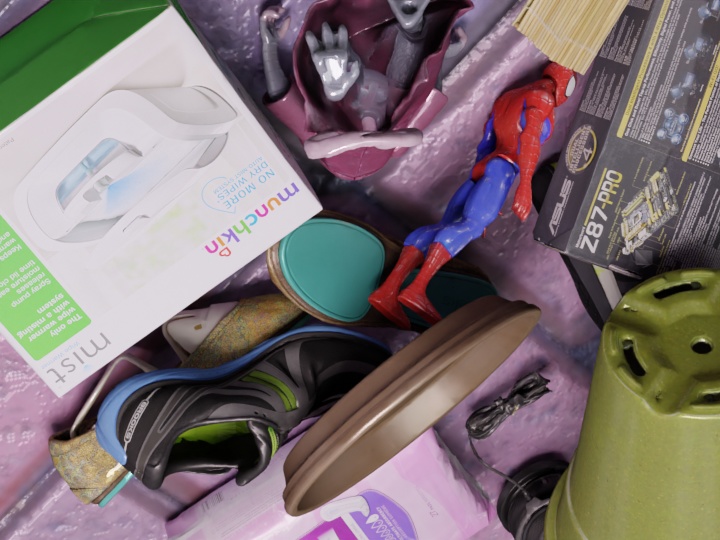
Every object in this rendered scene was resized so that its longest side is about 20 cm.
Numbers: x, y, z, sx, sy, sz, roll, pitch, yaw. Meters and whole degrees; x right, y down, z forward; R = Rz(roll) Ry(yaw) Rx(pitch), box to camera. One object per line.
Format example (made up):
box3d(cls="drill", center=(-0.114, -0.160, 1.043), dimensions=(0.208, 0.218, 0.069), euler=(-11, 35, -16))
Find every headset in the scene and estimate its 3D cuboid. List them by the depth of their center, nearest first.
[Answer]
box3d(cls="headset", center=(0.144, 0.167, 1.789), dimensions=(0.094, 0.124, 0.200), euler=(-38, 108, 5))

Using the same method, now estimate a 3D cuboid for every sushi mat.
box3d(cls="sushi mat", center=(0.164, -0.214, 1.552), dimensions=(0.201, 0.012, 0.096), euler=(-57, 150, 3))

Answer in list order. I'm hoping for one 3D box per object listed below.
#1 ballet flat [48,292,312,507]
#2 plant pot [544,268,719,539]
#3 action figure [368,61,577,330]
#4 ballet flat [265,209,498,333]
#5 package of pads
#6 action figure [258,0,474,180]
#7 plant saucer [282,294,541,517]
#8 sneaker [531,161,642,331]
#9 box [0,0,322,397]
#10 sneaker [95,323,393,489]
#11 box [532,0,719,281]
box3d(cls="ballet flat", center=(-0.119, 0.067, 1.651), dimensions=(0.200, 0.071, 0.071), euler=(-42, 127, 6))
box3d(cls="plant pot", center=(0.214, 0.107, 1.626), dimensions=(0.199, 0.201, 0.191), euler=(-17, 137, -10))
box3d(cls="action figure", center=(0.080, -0.051, 1.614), dimensions=(0.052, 0.065, 0.201), euler=(37, 71, -17))
box3d(cls="ballet flat", center=(0.000, 0.000, 1.640), dimensions=(0.199, 0.072, 0.068), euler=(13, 96, -41))
box3d(cls="package of pads", center=(-0.020, 0.169, 1.747), dimensions=(0.199, 0.076, 0.121), euler=(-33, 125, 2))
box3d(cls="action figure", center=(0.012, -0.097, 1.534), dimensions=(0.133, 0.150, 0.200), euler=(-4, 156, -9))
box3d(cls="plant saucer", center=(0.027, 0.079, 1.591), dimensions=(0.200, 0.030, 0.200), euler=(-37, 169, -8))
box3d(cls="sneaker", center=(0.182, -0.006, 1.713), dimensions=(0.083, 0.072, 0.200), euler=(-31, 128, -1))
box3d(cls="box", center=(-0.156, -0.058, 1.528), dimensions=(0.199, 0.097, 0.177), euler=(-35, 126, 2))
box3d(cls="sneaker", center=(-0.064, 0.091, 1.589), dimensions=(0.199, 0.083, 0.071), euler=(-15, 139, -30))
box3d(cls="box", center=(0.214, -0.086, 1.647), dimensions=(0.160, 0.049, 0.201), euler=(16, 95, -32))
